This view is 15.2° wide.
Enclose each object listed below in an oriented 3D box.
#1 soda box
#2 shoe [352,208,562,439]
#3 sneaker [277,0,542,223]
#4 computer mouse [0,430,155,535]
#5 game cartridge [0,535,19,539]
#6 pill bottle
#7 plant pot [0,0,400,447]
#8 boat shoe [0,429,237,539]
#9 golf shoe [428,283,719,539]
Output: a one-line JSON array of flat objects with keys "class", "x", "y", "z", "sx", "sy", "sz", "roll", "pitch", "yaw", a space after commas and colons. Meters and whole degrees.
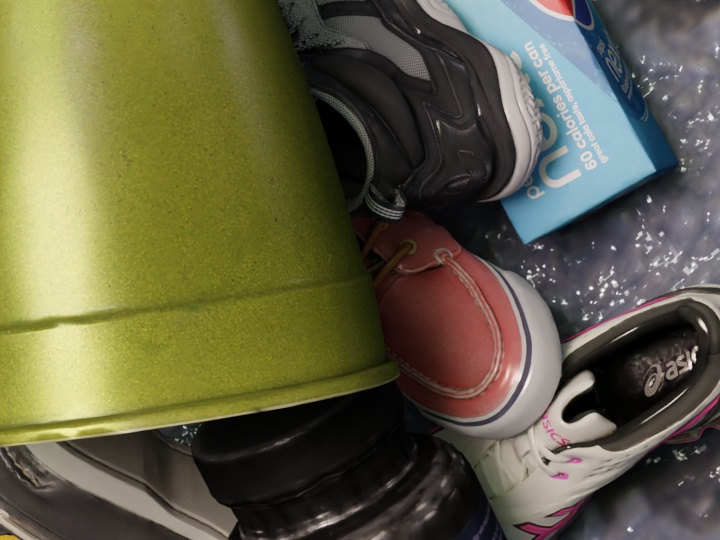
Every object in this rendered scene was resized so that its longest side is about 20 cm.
[{"class": "soda box", "x": 0.058, "y": -0.116, "z": 1.165, "sx": 0.068, "sy": 0.064, "sz": 0.201, "roll": -29, "pitch": 87, "yaw": 16}, {"class": "shoe", "x": 0.000, "y": 0.000, "z": 1.142, "sx": 0.072, "sy": 0.091, "sz": 0.200, "roll": -57, "pitch": 40, "yaw": 11}, {"class": "sneaker", "x": -0.026, "y": -0.090, "z": 1.111, "sx": 0.200, "sy": 0.114, "sz": 0.076, "roll": 39, "pitch": 128, "yaw": 23}, {"class": "computer mouse", "x": -0.143, "y": 0.029, "z": 1.255, "sx": 0.140, "sy": 0.046, "sz": 0.200, "roll": -44, "pitch": 49, "yaw": 23}, {"class": "game cartridge", "x": -0.129, "y": 0.218, "z": 1.229, "sx": 0.176, "sy": 0.032, "sz": 0.201, "roll": 29, "pitch": 90, "yaw": 25}, {"class": "pill bottle", "x": 0.013, "y": 0.137, "z": 1.091, "sx": 0.111, "sy": 0.112, "sz": 0.201, "roll": -20, "pitch": 107, "yaw": 19}, {"class": "plant pot", "x": -0.095, "y": -0.044, "z": 0.998, "sx": 0.199, "sy": 0.200, "sz": 0.194, "roll": -6, "pitch": 92, "yaw": 22}, {"class": "boat shoe", "x": -0.073, "y": 0.119, "z": 1.160, "sx": 0.060, "sy": 0.200, "sz": 0.074, "roll": -49, "pitch": 27, "yaw": 25}, {"class": "golf shoe", "x": 0.080, "y": 0.066, "z": 1.135, "sx": 0.200, "sy": 0.092, "sz": 0.073, "roll": -36, "pitch": 71, "yaw": 15}]
